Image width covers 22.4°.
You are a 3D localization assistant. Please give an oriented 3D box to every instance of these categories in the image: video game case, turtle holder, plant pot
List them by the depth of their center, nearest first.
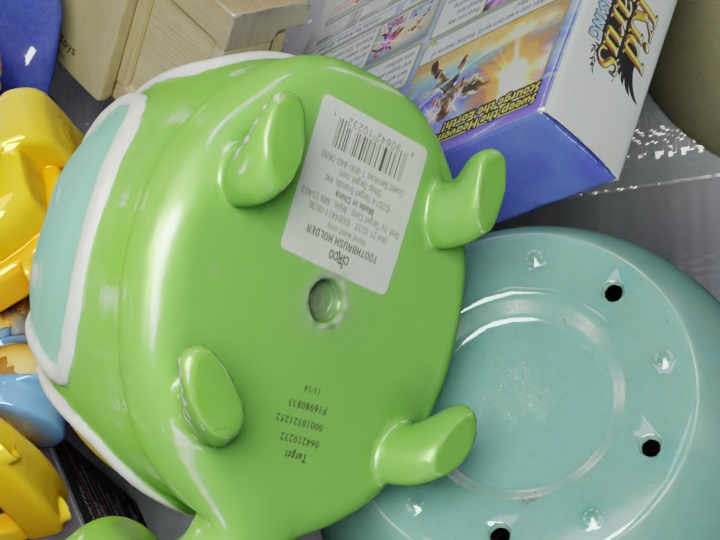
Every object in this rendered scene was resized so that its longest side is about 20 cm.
[{"bbox_3d":[-0.041,0.023,0.596,0.131,0.141,0.187,8,108,46],"label":"turtle holder"},{"bbox_3d":[0.071,0.076,0.687,0.199,0.161,0.202,-6,63,13],"label":"plant pot"},{"bbox_3d":[0.043,-0.091,0.729,0.200,0.045,0.182,-20,39,49],"label":"video game case"}]

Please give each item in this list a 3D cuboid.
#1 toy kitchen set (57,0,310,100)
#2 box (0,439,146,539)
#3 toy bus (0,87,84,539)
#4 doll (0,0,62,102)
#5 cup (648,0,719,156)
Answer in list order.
[{"bbox_3d":[-0.055,-0.183,0.806,0.180,0.164,0.200,-20,53,-41],"label":"toy kitchen set"},{"bbox_3d":[-0.130,0.183,0.715,0.132,0.115,0.201,-28,60,0],"label":"box"},{"bbox_3d":[-0.167,0.056,0.653,0.199,0.136,0.193,-24,55,1],"label":"toy bus"},{"bbox_3d":[-0.158,-0.056,0.780,0.136,0.201,0.048,11,23,14],"label":"doll"},{"bbox_3d":[0.205,-0.157,0.775,0.199,0.143,0.201,-6,64,12],"label":"cup"}]
